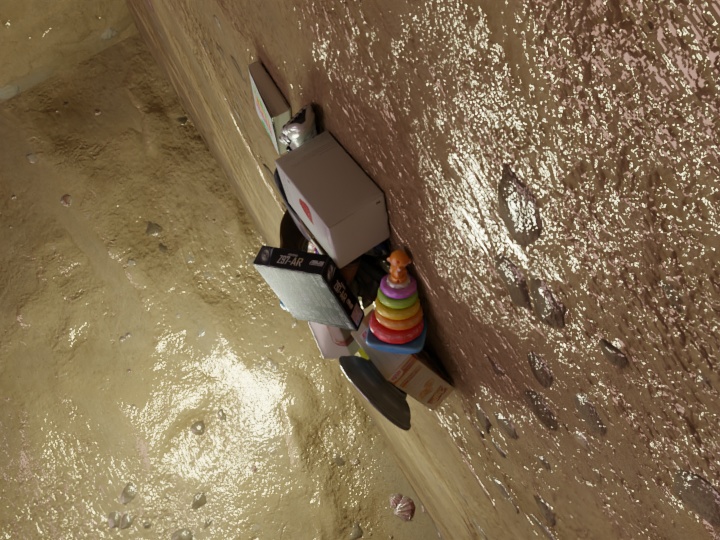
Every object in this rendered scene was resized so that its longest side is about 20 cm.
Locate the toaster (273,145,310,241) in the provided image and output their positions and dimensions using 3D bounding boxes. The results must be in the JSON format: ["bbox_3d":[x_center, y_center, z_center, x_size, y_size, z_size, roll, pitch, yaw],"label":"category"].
[{"bbox_3d":[-0.113,-0.159,1.342,0.202,0.112,0.130,56,170,18],"label":"toaster"}]

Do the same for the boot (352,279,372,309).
[{"bbox_3d":[-0.014,0.004,1.422,0.157,0.072,0.200,56,175,-4],"label":"boot"}]

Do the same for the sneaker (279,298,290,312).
[{"bbox_3d":[-0.104,0.062,1.440,0.079,0.198,0.079,-7,83,35],"label":"sneaker"}]

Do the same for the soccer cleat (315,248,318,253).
[{"bbox_3d":[-0.050,0.019,1.544,0.202,0.067,0.074,59,-159,-19],"label":"soccer cleat"}]

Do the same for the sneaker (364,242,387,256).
[{"bbox_3d":[-0.011,-0.053,1.239,0.078,0.084,0.200,62,168,-17],"label":"sneaker"}]

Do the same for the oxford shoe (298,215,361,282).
[{"bbox_3d":[-0.070,-0.056,1.203,0.201,0.070,0.072,55,147,33],"label":"oxford shoe"}]

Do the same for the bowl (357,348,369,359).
[{"bbox_3d":[0.068,0.216,1.492,0.203,0.106,0.200,61,179,2],"label":"bowl"}]

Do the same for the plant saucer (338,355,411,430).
[{"bbox_3d":[0.041,0.232,1.245,0.200,0.050,0.200,44,-177,-3],"label":"plant saucer"}]

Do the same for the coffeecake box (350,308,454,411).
[{"bbox_3d":[0.089,0.189,1.291,0.200,0.073,0.154,40,-174,-45],"label":"coffeecake box"}]

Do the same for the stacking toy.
[{"bbox_3d":[0.069,0.045,1.146,0.111,0.113,0.204,-72,-16,-52],"label":"stacking toy"}]

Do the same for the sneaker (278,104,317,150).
[{"bbox_3d":[-0.107,-0.260,1.191,0.081,0.075,0.200,50,176,-8],"label":"sneaker"}]

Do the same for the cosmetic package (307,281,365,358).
[{"bbox_3d":[-0.061,0.081,1.353,0.086,0.104,0.203,-5,118,34],"label":"cosmetic package"}]

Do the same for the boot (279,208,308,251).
[{"bbox_3d":[-0.155,-0.051,1.457,0.155,0.070,0.205,102,176,-73],"label":"boot"}]

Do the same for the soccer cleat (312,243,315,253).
[{"bbox_3d":[-0.095,-0.071,1.580,0.068,0.072,0.203,36,155,61],"label":"soccer cleat"}]

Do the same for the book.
[{"bbox_3d":[-0.205,-0.365,1.402,0.136,0.047,0.200,61,171,9],"label":"book"}]

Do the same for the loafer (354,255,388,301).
[{"bbox_3d":[0.000,0.000,1.301,0.071,0.064,0.200,23,-169,-25],"label":"loafer"}]

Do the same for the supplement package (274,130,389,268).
[{"bbox_3d":[-0.051,-0.131,1.126,0.201,0.118,0.122,51,165,33],"label":"supplement package"}]

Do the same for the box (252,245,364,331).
[{"bbox_3d":[-0.096,0.038,1.194,0.157,0.044,0.201,9,149,29],"label":"box"}]

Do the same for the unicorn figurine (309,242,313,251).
[{"bbox_3d":[-0.092,-0.015,1.748,0.199,0.074,0.138,41,154,15],"label":"unicorn figurine"}]
